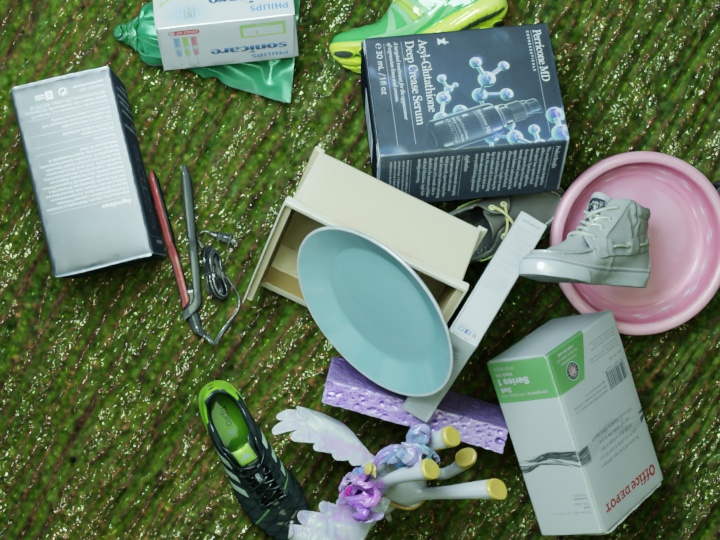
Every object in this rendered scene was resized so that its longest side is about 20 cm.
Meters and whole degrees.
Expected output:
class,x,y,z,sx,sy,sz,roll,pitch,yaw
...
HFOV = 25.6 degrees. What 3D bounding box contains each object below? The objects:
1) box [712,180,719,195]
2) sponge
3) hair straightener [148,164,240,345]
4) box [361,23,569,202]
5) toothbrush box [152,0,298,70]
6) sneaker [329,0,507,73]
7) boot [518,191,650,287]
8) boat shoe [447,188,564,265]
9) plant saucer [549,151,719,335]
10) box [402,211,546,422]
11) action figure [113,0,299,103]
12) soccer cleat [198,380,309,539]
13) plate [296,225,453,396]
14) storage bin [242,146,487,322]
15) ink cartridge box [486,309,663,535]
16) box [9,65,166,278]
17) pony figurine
class,x,y,z,sx,sy,sz,roll,pitch,yaw
box,0.487,-0.033,1.704,0.124,0.149,0.200,-25,91,-1
sponge,0.058,0.142,1.699,0.200,0.112,0.030,16,100,-2
hair straightener,-0.172,-0.019,1.726,0.077,0.041,0.200,-13,90,-3
box,0.107,-0.164,1.677,0.200,0.107,0.149,-6,63,-4
toothbrush box,-0.148,-0.323,1.676,0.145,0.086,0.200,-6,67,-2
sneaker,0.060,-0.274,1.736,0.200,0.074,0.084,-20,65,0
boot,0.233,-0.034,1.632,0.073,0.200,0.096,4,90,40
boat shoe,0.137,-0.043,1.731,0.201,0.061,0.072,-22,89,-3
plant saucer,0.302,-0.031,1.736,0.200,0.051,0.201,-1,97,-6
box,0.118,0.047,1.642,0.036,0.144,0.200,33,47,4
action figure,-0.169,-0.251,1.724,0.200,0.055,0.118,6,90,-3
soccer cleat,-0.117,0.211,1.705,0.067,0.081,0.200,-30,91,-3
plate,0.019,0.036,1.556,0.026,0.200,0.200,-40,91,-32
storage bin,0.000,0.000,1.654,0.200,0.199,0.094,25,50,-2
ink cartridge box,0.229,0.162,1.674,0.084,0.146,0.200,-11,100,40
box,-0.284,-0.099,1.669,0.107,0.148,0.200,-14,89,-2
pony figurine,0.019,0.219,1.638,0.193,0.200,0.167,22,56,-40
